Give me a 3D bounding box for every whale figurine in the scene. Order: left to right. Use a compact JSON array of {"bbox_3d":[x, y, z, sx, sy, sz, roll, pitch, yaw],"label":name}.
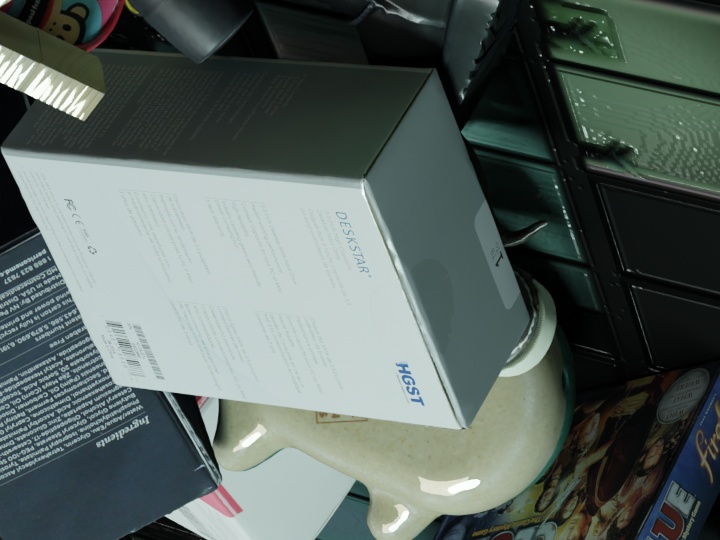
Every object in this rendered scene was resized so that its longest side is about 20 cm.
[{"bbox_3d":[0.019,0.063,1.531,0.199,0.160,0.104,-6,178,24],"label":"whale figurine"}]

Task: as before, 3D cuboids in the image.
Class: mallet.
[{"bbox_3d":[-0.100,-0.136,1.355,0.066,0.041,0.200,47,175,-17],"label":"mallet"}]

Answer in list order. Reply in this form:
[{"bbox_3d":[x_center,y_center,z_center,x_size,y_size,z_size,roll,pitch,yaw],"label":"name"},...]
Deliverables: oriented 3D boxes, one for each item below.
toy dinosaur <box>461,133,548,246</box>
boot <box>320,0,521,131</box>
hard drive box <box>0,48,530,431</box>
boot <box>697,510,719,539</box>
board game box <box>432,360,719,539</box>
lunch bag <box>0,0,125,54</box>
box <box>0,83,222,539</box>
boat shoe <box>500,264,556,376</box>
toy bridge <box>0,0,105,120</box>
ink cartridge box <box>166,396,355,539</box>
[{"bbox_3d":[0.001,-0.054,1.412,0.199,0.103,0.077,0,133,33],"label":"toy dinosaur"},{"bbox_3d":[-0.011,-0.134,1.297,0.162,0.074,0.199,28,153,7],"label":"boot"},{"bbox_3d":[-0.043,-0.015,1.335,0.199,0.077,0.156,7,137,31],"label":"hard drive box"},{"bbox_3d":[0.178,0.216,1.628,0.167,0.076,0.201,14,109,27],"label":"boot"},{"bbox_3d":[0.114,0.124,1.544,0.035,0.136,0.200,40,151,-20],"label":"board game box"},{"bbox_3d":[-0.160,-0.196,1.181,0.176,0.201,0.082,28,158,-28],"label":"lunch bag"},{"bbox_3d":[-0.181,0.015,1.539,0.197,0.123,0.200,60,-176,-37],"label":"box"},{"bbox_3d":[0.000,0.000,1.455,0.200,0.072,0.060,15,176,31],"label":"boat shoe"},{"bbox_3d":[-0.131,-0.083,1.137,0.067,0.027,0.200,24,120,-28],"label":"toy bridge"},{"bbox_3d":[-0.118,0.081,1.712,0.199,0.085,0.146,21,156,42],"label":"ink cartridge box"}]
